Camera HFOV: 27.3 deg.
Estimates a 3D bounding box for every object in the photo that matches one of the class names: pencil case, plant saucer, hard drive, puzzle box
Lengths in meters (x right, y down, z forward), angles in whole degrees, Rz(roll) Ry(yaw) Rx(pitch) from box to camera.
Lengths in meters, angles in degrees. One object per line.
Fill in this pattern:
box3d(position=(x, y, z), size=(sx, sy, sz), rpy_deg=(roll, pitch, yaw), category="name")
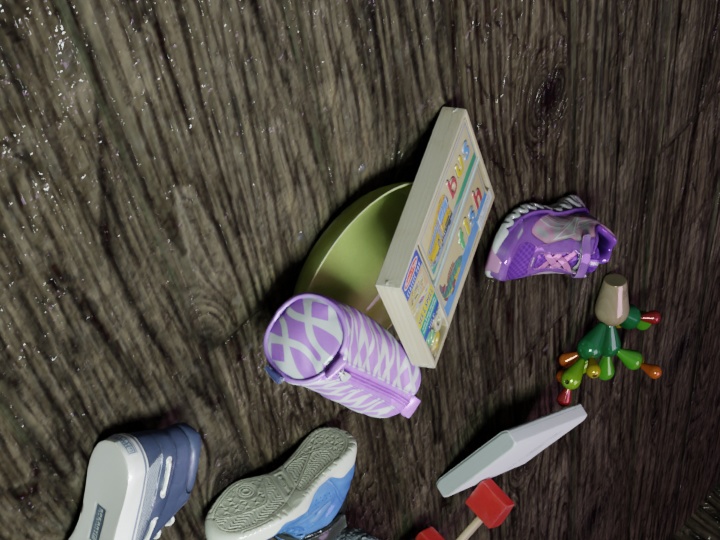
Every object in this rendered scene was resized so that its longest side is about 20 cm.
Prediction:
box3d(position=(-0.011, 0.078, 1.312), size=(0.084, 0.085, 0.200), rpy_deg=(-57, 155, 2), category="pencil case")
box3d(position=(0.000, 0.000, 1.368), size=(0.200, 0.031, 0.201), rpy_deg=(-40, 149, -29), category="plant saucer")
box3d(position=(0.197, 0.229, 1.907), size=(0.132, 0.026, 0.199), rpy_deg=(-42, 162, 30), category="hard drive")
box3d(position=(0.071, -0.031, 1.351), size=(0.133, 0.025, 0.201), rpy_deg=(63, 41, -51), category="puzzle box")

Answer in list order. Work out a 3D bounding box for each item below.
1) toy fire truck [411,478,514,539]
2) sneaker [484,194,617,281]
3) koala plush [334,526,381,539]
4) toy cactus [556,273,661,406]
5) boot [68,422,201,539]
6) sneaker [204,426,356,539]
box3d(position=(0.100, 0.363, 1.898), size=(0.141, 0.049, 0.201), rpy_deg=(-12, 141, -56), category="toy fire truck")
box3d(position=(0.215, -0.025, 1.629), size=(0.199, 0.088, 0.081), rpy_deg=(-19, 138, -48), category="sneaker")
box3d(position=(-0.045, 0.397, 1.615), size=(0.199, 0.177, 0.185), rpy_deg=(-35, 136, -33), category="koala plush")
box3d(position=(0.333, 0.086, 1.963), size=(0.199, 0.102, 0.166), rpy_deg=(-24, 131, -30), category="toy cactus")
box3d(position=(-0.193, 0.223, 1.256), size=(0.090, 0.073, 0.202), rpy_deg=(-8, 127, -48), category="boot")
box3d(position=(-0.077, 0.247, 1.472), size=(0.200, 0.076, 0.112), rpy_deg=(-36, 139, -46), category="sneaker")
